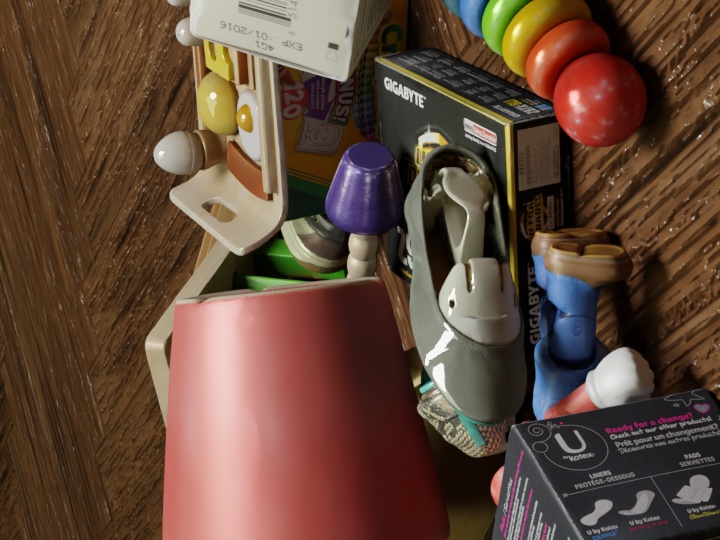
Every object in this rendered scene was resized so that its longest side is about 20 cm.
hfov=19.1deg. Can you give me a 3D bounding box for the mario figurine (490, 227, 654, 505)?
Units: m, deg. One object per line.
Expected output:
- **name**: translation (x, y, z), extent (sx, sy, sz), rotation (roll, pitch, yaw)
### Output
- **mario figurine**: translation (0.144, 0.077, 1.304), extent (0.106, 0.123, 0.201), rotation (11, 107, 27)

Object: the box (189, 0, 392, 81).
- **box**: translation (-0.020, -0.235, 1.337), extent (0.200, 0.109, 0.128), rotation (-64, -13, -46)

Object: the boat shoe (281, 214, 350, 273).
- **boat shoe**: translation (-0.046, -0.095, 1.683), extent (0.201, 0.073, 0.065), rotation (64, 144, 24)

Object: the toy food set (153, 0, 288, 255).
- **toy food set**: translation (-0.110, -0.127, 1.499), extent (0.143, 0.060, 0.201), rotation (-143, 45, -58)

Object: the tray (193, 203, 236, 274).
- **tray**: translation (-0.116, -0.013, 1.802), extent (0.099, 0.037, 0.201), rotation (122, 163, -60)

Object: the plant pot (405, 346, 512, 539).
- **plant pot**: translation (0.043, 0.148, 1.514), extent (0.200, 0.027, 0.201), rotation (-29, 50, 40)

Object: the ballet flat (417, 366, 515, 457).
- **ballet flat**: translation (0.075, 0.085, 1.408), extent (0.075, 0.068, 0.200), rotation (59, -171, -5)

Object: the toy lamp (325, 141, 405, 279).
- **toy lamp**: translation (0.000, 0.000, 1.497), extent (0.058, 0.058, 0.201), rotation (-125, 29, -45)

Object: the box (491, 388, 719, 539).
- **box**: translation (0.152, 0.185, 1.237), extent (0.115, 0.132, 0.201), rotation (-120, 28, -46)

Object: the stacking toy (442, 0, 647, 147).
- **stacking toy**: translation (0.101, -0.148, 1.267), extent (0.200, 0.085, 0.086), rotation (58, 152, 32)

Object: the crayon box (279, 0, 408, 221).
- **crayon box**: translation (-0.032, -0.140, 1.543), extent (0.058, 0.118, 0.201), rotation (-131, 35, -50)

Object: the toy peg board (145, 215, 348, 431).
- **toy peg board**: translation (-0.067, 0.082, 1.698), extent (0.097, 0.200, 0.200), rotation (6, 127, 23)

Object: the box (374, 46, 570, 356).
- **box**: translation (0.074, -0.049, 1.425), extent (0.200, 0.049, 0.160), rotation (-143, 44, -59)

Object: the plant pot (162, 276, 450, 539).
- **plant pot**: translation (-0.044, 0.099, 1.418), extent (0.200, 0.200, 0.178), rotation (177, 87, -68)

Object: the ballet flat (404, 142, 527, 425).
- **ballet flat**: translation (0.062, 0.001, 1.282), extent (0.200, 0.067, 0.064), rotation (-100, 20, -44)
